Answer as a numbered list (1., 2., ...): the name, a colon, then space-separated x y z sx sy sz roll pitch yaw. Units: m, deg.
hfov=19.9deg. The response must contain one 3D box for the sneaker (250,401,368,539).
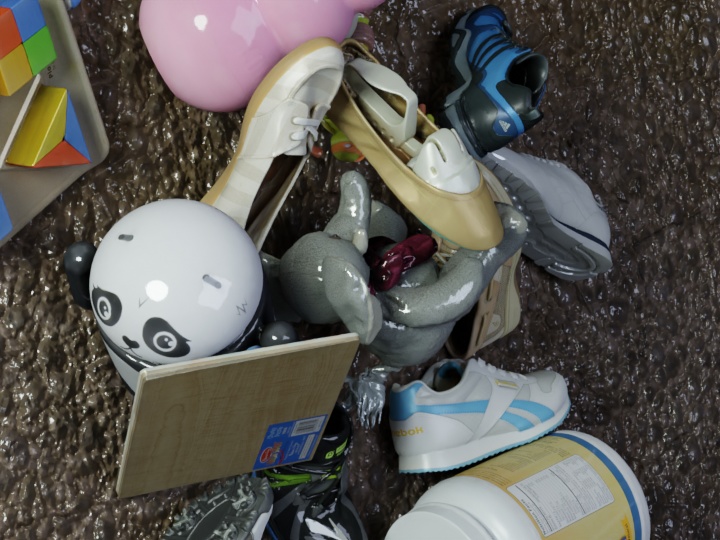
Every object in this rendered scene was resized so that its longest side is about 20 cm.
1. sneaker: -0.041 0.148 1.579 0.071 0.083 0.200 -33 109 -41

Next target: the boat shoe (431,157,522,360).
1. boat shoe: 0.090 -0.007 1.696 0.064 0.071 0.200 -39 137 -27

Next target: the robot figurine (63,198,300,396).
1. robot figurine: -0.123 0.033 1.448 0.150 0.200 0.125 -15 66 -4

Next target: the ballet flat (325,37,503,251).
1. ballet flat: 0.037 -0.097 1.543 0.200 0.063 0.069 44 48 16

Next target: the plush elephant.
1. plush elephant: 0.000 0.000 1.575 0.155 0.164 0.200 43 67 -44

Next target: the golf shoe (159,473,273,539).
1. golf shoe: -0.112 0.247 1.510 0.094 0.078 0.200 43 69 -36

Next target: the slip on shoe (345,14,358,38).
1. slip on shoe: -0.058 -0.264 1.599 0.200 0.076 0.061 57 24 3

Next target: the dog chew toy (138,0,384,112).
1. dog chew toy: -0.061 -0.201 1.519 0.125 0.199 0.125 62 7 -14

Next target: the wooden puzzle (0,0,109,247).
1. wooden puzzle: -0.253 -0.098 1.389 0.200 0.046 0.186 -44 134 -36

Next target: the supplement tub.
1. supplement tub: 0.128 0.225 1.691 0.200 0.144 0.145 -19 99 -43

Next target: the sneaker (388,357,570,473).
1. sneaker: 0.104 0.109 1.730 0.200 0.076 0.081 -17 97 -46

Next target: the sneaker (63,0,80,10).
1. sneaker: -0.255 -0.249 1.417 0.200 0.076 0.077 26 64 -38

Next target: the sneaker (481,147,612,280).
1. sneaker: 0.149 -0.067 1.805 0.200 0.076 0.081 37 50 -41

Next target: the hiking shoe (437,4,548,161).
1. hiking shoe: 0.122 -0.163 1.735 0.074 0.086 0.200 56 26 -32

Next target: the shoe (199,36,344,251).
1. shoe: -0.062 -0.082 1.519 0.053 0.200 0.070 46 28 26

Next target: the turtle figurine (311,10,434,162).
1. turtle figurine: -0.005 -0.152 1.659 0.199 0.064 0.162 9 72 -35

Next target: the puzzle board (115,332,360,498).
1. puzzle board: -0.090 0.100 1.438 0.150 0.200 0.017 -10 64 -17
